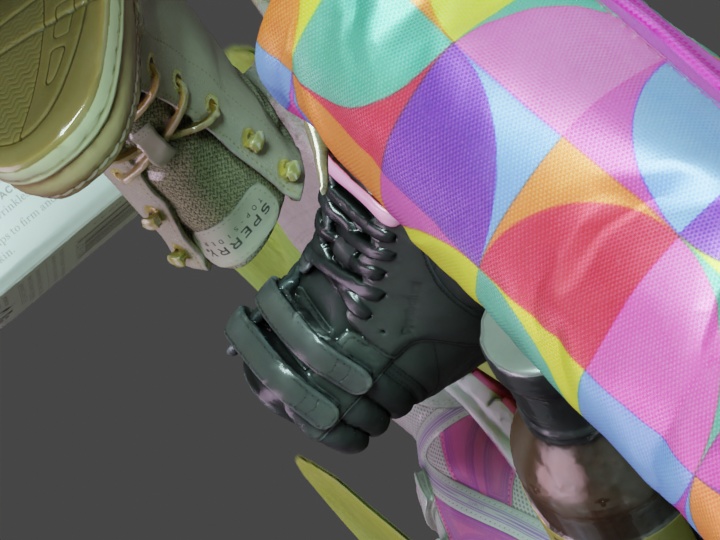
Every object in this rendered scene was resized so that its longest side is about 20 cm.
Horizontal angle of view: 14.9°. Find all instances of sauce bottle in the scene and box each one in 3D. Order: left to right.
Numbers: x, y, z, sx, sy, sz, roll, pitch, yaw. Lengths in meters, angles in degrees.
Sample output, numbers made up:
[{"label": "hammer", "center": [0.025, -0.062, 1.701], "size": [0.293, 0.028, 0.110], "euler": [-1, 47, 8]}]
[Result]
[{"label": "sauce bottle", "center": [0.089, 0.069, 0.930], "size": [0.065, 0.065, 0.200], "euler": [44, 168, 39]}]

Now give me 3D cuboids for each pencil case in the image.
[{"label": "pencil case", "center": [0.059, -0.016, 0.608], "size": [0.200, 0.088, 0.088], "euler": [46, 172, 26]}]

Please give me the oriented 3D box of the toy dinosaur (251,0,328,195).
[{"label": "toy dinosaur", "center": [-0.041, -0.111, 0.856], "size": [0.106, 0.060, 0.200], "euler": [42, -169, -21]}]

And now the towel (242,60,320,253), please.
[{"label": "towel", "center": [-0.007, -0.029, 1.118], "size": [0.133, 0.034, 0.200], "euler": [49, 172, -5]}]

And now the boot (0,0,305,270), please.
[{"label": "boot", "center": [-0.076, -0.053, 0.928], "size": [0.155, 0.072, 0.200], "euler": [52, -169, -33]}]

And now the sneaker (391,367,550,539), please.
[{"label": "sneaker", "center": [0.056, 0.102, 1.108], "size": [0.081, 0.088, 0.200], "euler": [33, -172, -46]}]

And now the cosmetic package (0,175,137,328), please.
[{"label": "cosmetic package", "center": [-0.242, -0.086, 1.700], "size": [0.200, 0.165, 0.165], "euler": [49, 171, 2]}]

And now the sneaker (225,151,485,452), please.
[{"label": "sneaker", "center": [0.000, 0.000, 0.906], "size": [0.071, 0.099, 0.200], "euler": [48, 171, 25]}]
